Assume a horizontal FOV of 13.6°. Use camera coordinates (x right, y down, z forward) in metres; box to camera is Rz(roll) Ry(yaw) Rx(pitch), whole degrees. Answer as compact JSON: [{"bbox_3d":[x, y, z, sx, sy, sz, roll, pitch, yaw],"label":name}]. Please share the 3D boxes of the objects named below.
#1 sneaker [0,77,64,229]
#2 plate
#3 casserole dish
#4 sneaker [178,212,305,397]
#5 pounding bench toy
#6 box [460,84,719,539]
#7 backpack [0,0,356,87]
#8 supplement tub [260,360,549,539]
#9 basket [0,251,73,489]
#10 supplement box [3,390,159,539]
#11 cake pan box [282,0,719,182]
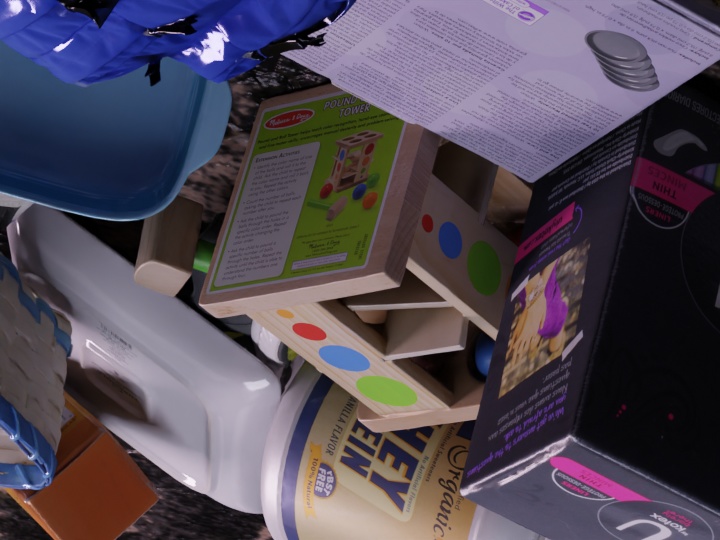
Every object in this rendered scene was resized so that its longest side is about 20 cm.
[{"bbox_3d":[-0.192,-0.069,1.604,0.072,0.073,0.200,36,162,-18],"label":"sneaker"},{"bbox_3d":[-0.133,0.055,1.746,0.199,0.032,0.200,37,157,14],"label":"plate"},{"bbox_3d":[-0.161,-0.096,1.487,0.199,0.122,0.039,15,179,2],"label":"casserole dish"},{"bbox_3d":[-0.060,0.020,1.705,0.085,0.075,0.200,39,159,8],"label":"sneaker"},{"bbox_3d":[0.000,0.000,1.558,0.199,0.125,0.156,-10,143,40],"label":"pounding bench toy"},{"bbox_3d":[0.142,0.030,1.441,0.122,0.201,0.106,26,151,-20],"label":"box"},{"bbox_3d":[-0.089,-0.158,1.260,0.168,0.163,0.200,40,148,-20],"label":"backpack"},{"bbox_3d":[0.061,0.121,1.665,0.199,0.145,0.145,19,157,29],"label":"supplement tub"},{"bbox_3d":[-0.245,0.086,1.645,0.138,0.201,0.176,-1,147,25],"label":"basket"},{"bbox_3d":[-0.199,0.097,1.787,0.067,0.069,0.200,54,170,-34],"label":"supplement box"},{"bbox_3d":[0.049,-0.128,1.378,0.199,0.053,0.184,25,149,-18],"label":"cake pan box"}]
